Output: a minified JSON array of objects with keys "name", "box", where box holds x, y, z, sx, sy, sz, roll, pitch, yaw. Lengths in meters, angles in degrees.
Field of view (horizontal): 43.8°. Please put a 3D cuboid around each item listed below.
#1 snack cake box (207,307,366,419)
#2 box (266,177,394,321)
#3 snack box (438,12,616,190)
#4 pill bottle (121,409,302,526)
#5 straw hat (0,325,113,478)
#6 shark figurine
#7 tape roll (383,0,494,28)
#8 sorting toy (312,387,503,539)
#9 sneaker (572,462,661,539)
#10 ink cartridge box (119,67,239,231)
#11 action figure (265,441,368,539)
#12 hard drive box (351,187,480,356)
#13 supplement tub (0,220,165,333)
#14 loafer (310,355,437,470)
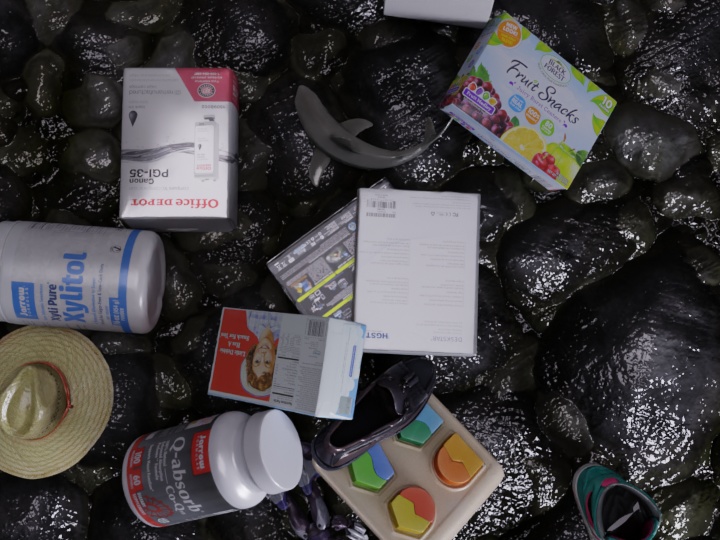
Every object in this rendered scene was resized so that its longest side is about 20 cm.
[{"name":"snack cake box","box":[-0.093,0.111,1.098,0.199,0.067,0.116,3,82,42]},{"name":"box","box":[0.000,0.000,1.183,0.199,0.044,0.161,-37,86,-5]},{"name":"snack box","box":[0.222,-0.219,1.182,0.199,0.053,0.143,33,82,-17]},{"name":"pill bottle","box":[-0.177,0.235,1.079,0.199,0.116,0.117,-18,83,23]},{"name":"straw hat","box":[-0.417,0.166,1.132,0.199,0.085,0.203,0,83,-1]},{"name":"shark figurine","box":[0.006,-0.169,1.183,0.213,0.090,0.129,12,84,2]},{"name":"tape roll","box":[0.109,-0.425,1.158,0.138,0.203,0.204,8,83,0]},{"name":"sorting toy","box":[0.066,0.248,1.130,0.185,0.036,0.200,-41,87,-26]},{"name":"sneaker","box":[0.336,0.339,1.110,0.083,0.121,0.201,-25,84,-4]},{"name":"ink cartridge box","box":[-0.234,-0.157,1.176,0.145,0.083,0.202,0,83,-2]},{"name":"action figure","box":[-0.060,0.323,1.125,0.130,0.069,0.201,-33,76,13]},{"name":"hard drive box","box":[0.067,0.005,1.123,0.154,0.077,0.202,3,83,-1]},{"name":"supplement tub","box":[-0.356,0.008,1.130,0.198,0.132,0.133,3,83,-1]},{"name":"loafer","box":[0.026,0.171,1.102,0.200,0.063,0.072,-37,77,-25]}]
